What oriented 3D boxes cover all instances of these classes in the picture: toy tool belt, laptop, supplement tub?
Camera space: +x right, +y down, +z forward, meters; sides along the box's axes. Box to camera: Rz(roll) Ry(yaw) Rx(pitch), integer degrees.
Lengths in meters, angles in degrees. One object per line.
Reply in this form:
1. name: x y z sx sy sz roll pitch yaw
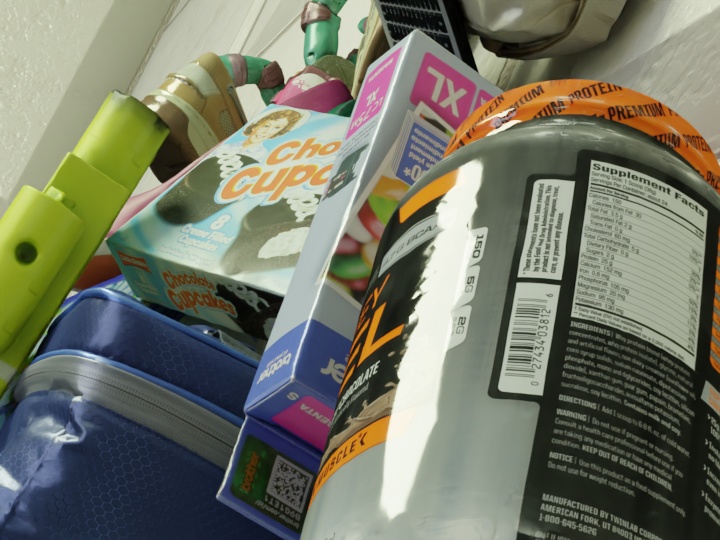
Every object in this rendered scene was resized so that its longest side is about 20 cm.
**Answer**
1. toy tool belt: 0.090 -0.174 0.883 0.122 0.126 0.200 -21 16 -6
2. laptop: -0.024 -0.129 0.916 0.115 0.202 0.187 -21 13 -6
3. supplement tub: 0.053 0.044 0.511 0.123 0.122 0.201 -47 19 42

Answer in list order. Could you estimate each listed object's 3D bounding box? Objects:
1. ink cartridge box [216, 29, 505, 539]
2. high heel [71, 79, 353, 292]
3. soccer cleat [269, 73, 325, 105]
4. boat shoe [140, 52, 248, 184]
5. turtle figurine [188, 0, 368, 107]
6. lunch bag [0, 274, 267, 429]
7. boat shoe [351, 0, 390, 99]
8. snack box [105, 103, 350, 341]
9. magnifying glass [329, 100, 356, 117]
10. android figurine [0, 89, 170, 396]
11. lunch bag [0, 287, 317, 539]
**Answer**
1. ink cartridge box: 0.032 0.021 0.635 0.042 0.119 0.201 -34 29 50
2. high heel: -0.092 -0.045 0.980 0.068 0.198 0.097 68 -163 -59
3. soccer cleat: -0.018 -0.035 1.026 0.086 0.070 0.201 -9 50 23
4. boat shoe: -0.070 -0.047 1.086 0.076 0.071 0.201 -50 -36 -25
5. turtle figurine: -0.037 -0.109 1.184 0.100 0.150 0.201 9 60 32
6. lunch bag: -0.136 0.061 0.905 0.199 0.083 0.161 -20 17 48
7. boat shoe: 0.036 -0.165 1.087 0.202 0.073 0.063 -67 11 -12
8. snack box: -0.011 -0.018 0.780 0.116 0.037 0.199 -42 35 -27
9. magnifying glass: 0.000 0.000 0.884 0.022 0.079 0.202 -21 47 34
10. android figurine: -0.153 0.016 0.767 0.201 0.041 0.182 -57 7 -9
11. lunch bag: -0.079 0.086 0.687 0.133 0.135 0.200 -63 12 -15
